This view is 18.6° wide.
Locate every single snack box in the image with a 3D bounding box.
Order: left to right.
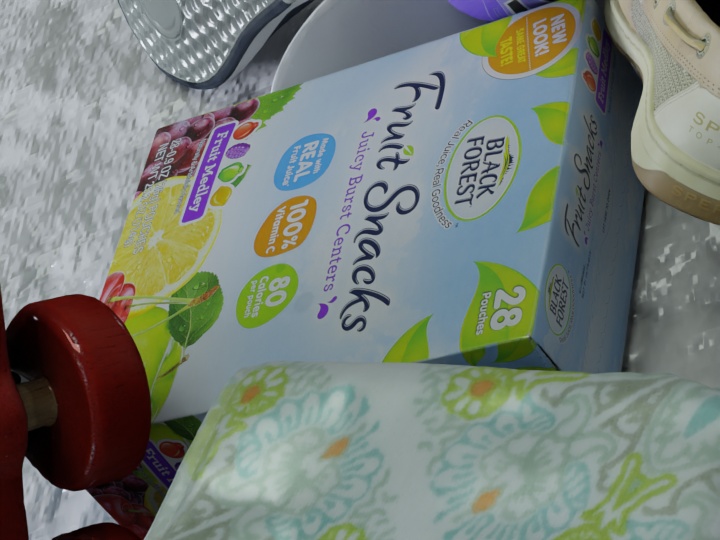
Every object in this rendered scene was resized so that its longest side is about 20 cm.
[{"bbox_3d":[0.000,0.000,0.804,0.199,0.068,0.169,-14,42,28],"label":"snack box"}]

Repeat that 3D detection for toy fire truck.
[{"bbox_3d":[-0.157,0.081,0.758,0.112,0.201,0.167,-16,16,-37],"label":"toy fire truck"}]

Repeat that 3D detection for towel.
[{"bbox_3d":[0.013,0.100,0.627,0.199,0.048,0.172,2,52,35],"label":"towel"}]

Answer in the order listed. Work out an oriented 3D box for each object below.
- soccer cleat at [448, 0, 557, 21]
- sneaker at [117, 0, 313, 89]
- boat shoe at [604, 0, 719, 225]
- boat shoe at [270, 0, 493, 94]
[{"bbox_3d":[0.065,-0.127,0.766,0.073,0.068,0.200,-46,9,-27],"label":"soccer cleat"},{"bbox_3d":[-0.018,-0.153,0.980,0.146,0.077,0.202,-35,8,-29],"label":"sneaker"},{"bbox_3d":[0.126,-0.089,0.750,0.200,0.072,0.065,-79,6,-59],"label":"boat shoe"},{"bbox_3d":[0.045,-0.121,0.896,0.200,0.072,0.066,-46,6,8],"label":"boat shoe"}]
